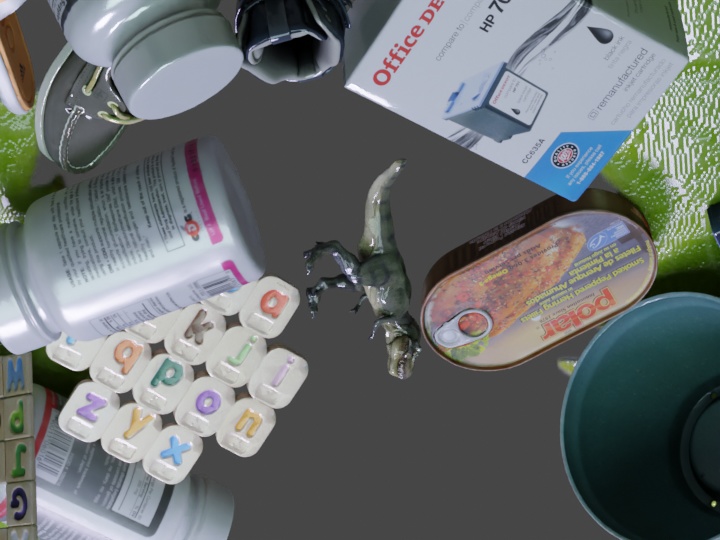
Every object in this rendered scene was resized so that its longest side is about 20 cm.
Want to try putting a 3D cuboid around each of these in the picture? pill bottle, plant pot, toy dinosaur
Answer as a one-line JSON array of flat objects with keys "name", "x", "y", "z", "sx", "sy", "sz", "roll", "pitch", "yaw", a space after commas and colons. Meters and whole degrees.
[{"name": "pill bottle", "x": -0.180, "y": -0.015, "z": 1.409, "sx": 0.198, "sy": 0.114, "sz": 0.114, "roll": -20, "pitch": 127, "yaw": 5}, {"name": "plant pot", "x": 0.277, "y": 0.130, "z": 1.512, "sx": 0.200, "sy": 0.202, "sz": 0.134, "roll": -34, "pitch": 149, "yaw": 24}, {"name": "toy dinosaur", "x": 0.000, "y": 0.000, "z": 1.483, "sx": 0.087, "sy": 0.048, "sz": 0.201, "roll": -10, "pitch": 127, "yaw": -5}, {"name": "pill bottle", "x": -0.154, "y": -0.201, "z": 1.211, "sx": 0.110, "sy": 0.201, "sz": 0.111, "roll": -27, "pitch": 165, "yaw": -8}, {"name": "pill bottle", "x": -0.213, "y": 0.185, "z": 1.582, "sx": 0.199, "sy": 0.114, "sz": 0.114, "roll": 29, "pitch": 123, "yaw": -22}]

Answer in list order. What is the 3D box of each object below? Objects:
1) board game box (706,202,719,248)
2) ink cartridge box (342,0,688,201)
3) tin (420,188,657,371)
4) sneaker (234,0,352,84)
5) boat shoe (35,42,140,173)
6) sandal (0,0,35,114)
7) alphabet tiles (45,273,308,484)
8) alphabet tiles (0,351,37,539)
[{"name": "board game box", "x": 0.372, "y": 0.007, "z": 1.496, "sx": 0.135, "sy": 0.035, "sz": 0.201, "roll": -23, "pitch": 125, "yaw": 17}, {"name": "ink cartridge box", "x": 0.105, "y": -0.160, "z": 1.330, "sx": 0.199, "sy": 0.086, "sz": 0.147, "roll": 23, "pitch": 125, "yaw": -20}, {"name": "tin", "x": 0.139, "y": 0.008, "z": 1.494, "sx": 0.199, "sy": 0.042, "sz": 0.112, "roll": -28, "pitch": 120, "yaw": 20}, {"name": "sneaker", "x": -0.060, "y": -0.219, "z": 1.244, "sx": 0.076, "sy": 0.147, "sz": 0.203, "roll": -15, "pitch": 126, "yaw": 13}, {"name": "boat shoe", "x": -0.169, "y": -0.142, "z": 1.336, "sx": 0.072, "sy": 0.060, "sz": 0.202, "roll": -8, "pitch": 140, "yaw": -45}, {"name": "sandal", "x": -0.241, "y": -0.199, "z": 1.306, "sx": 0.059, "sy": 0.080, "sz": 0.208, "roll": -9, "pitch": 137, "yaw": 5}, {"name": "alphabet tiles", "x": -0.145, "y": 0.069, "z": 1.517, "sx": 0.199, "sy": 0.015, "sz": 0.196, "roll": 29, "pitch": 102, "yaw": -20}, {"name": "alphabet tiles", "x": -0.325, "y": 0.161, "z": 1.532, "sx": 0.199, "sy": 0.169, "sz": 0.008, "roll": -12, "pitch": 167, "yaw": 42}]
